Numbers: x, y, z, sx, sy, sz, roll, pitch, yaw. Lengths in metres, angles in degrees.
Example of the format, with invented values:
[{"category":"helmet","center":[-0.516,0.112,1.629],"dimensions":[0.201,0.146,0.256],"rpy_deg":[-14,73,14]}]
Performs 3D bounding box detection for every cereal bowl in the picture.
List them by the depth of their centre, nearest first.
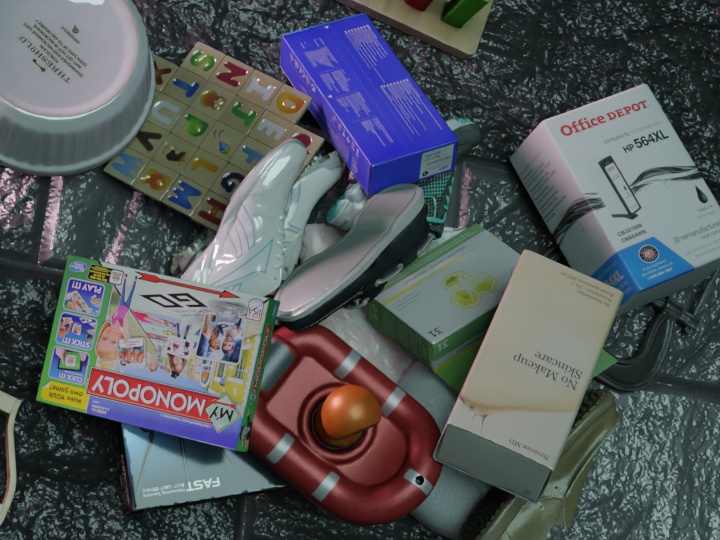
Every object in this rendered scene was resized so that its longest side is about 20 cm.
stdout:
[{"category":"cereal bowl","center":[0.125,0.164,1.688],"dimensions":[0.199,0.083,0.201],"rpy_deg":[0,91,-18]}]

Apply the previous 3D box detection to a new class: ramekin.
[{"category":"ramekin","center":[-0.284,-0.195,1.641],"dimensions":[0.202,0.094,0.203],"rpy_deg":[4,72,-13]}]

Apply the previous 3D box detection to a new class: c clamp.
[{"category":"c clamp","center":[0.259,0.031,1.824],"dimensions":[0.200,0.027,0.171],"rpy_deg":[25,75,-13]}]

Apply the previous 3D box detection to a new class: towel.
[{"category":"towel","center":[0.038,0.052,1.737],"dimensions":[0.190,0.032,0.201],"rpy_deg":[-1,77,-19]}]

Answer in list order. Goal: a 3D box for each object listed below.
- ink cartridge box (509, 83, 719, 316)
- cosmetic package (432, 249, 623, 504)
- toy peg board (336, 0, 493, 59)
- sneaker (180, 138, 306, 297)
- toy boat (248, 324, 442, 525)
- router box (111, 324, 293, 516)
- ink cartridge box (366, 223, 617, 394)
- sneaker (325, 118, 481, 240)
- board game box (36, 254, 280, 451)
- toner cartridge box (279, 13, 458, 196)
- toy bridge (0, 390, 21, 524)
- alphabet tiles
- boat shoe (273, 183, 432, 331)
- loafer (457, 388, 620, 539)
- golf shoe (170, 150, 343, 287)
[{"category":"ink cartridge box","center":[0.266,-0.070,1.793],"dimensions":[0.146,0.084,0.200],"rpy_deg":[-21,75,-28]},{"category":"cosmetic package","center":[0.150,0.092,1.577],"dimensions":[0.103,0.073,0.200],"rpy_deg":[23,56,5]},{"category":"toy peg board","center":[0.068,-0.353,1.810],"dimensions":[0.199,0.098,0.201],"rpy_deg":[24,70,-12]},{"category":"sneaker","center":[-0.095,-0.024,1.605],"dimensions":[0.080,0.070,0.201],"rpy_deg":[31,95,4]},{"category":"toy boat","center":[-0.015,0.133,1.558],"dimensions":[0.200,0.131,0.131],"rpy_deg":[39,74,-3]},{"category":"router box","center":[-0.128,0.134,1.633],"dimensions":[0.199,0.062,0.150],"rpy_deg":[-8,81,-15]},{"category":"ink cartridge box","center":[0.121,0.050,1.665],"dimensions":[0.145,0.048,0.200],"rpy_deg":[-30,46,-25]},{"category":"sneaker","center":[0.057,-0.073,1.741],"dimensions":[0.200,0.078,0.091],"rpy_deg":[-38,89,-31]},{"category":"board game box","center":[-0.179,0.071,1.562],"dimensions":[0.199,0.029,0.135],"rpy_deg":[11,87,19]},{"category":"toner cartridge box","center":[0.006,-0.163,1.718],"dimensions":[0.095,0.043,0.200],"rpy_deg":[-16,51,-21]},{"category":"toy bridge","center":[-0.345,0.204,1.570],"dimensions":[0.067,0.027,0.201],"rpy_deg":[27,70,-12]},{"category":"alphabet tiles","center":[-0.143,-0.128,1.687],"dimensions":[0.200,0.006,0.167],"rpy_deg":[28,68,16]},{"category":"boat shoe","center":[0.000,0.000,1.610],"dimensions":[0.200,0.075,0.060],"rpy_deg":[-41,125,-30]},{"category":"loafer","center":[0.171,0.194,1.626],"dimensions":[0.067,0.076,0.200],"rpy_deg":[43,87,-17]},{"category":"golf shoe","center":[-0.082,-0.031,1.699],"dimensions":[0.200,0.078,0.097],"rpy_deg":[-39,98,-13]}]
